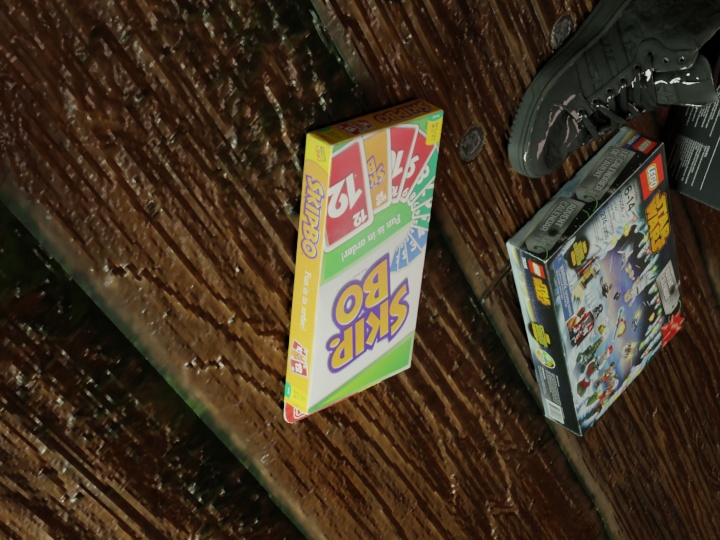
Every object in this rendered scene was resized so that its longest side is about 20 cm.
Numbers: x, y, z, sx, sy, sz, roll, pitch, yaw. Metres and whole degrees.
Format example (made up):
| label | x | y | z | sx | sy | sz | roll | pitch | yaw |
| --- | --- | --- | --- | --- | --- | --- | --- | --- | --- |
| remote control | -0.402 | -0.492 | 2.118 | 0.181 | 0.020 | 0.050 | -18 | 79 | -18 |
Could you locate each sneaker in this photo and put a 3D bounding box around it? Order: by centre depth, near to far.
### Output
| label | x | y | z | sx | sy | sz | roll | pitch | yaw |
| --- | --- | --- | --- | --- | --- | --- | --- | --- | --- |
| sneaker | 0.189 | -0.131 | 1.071 | 0.200 | 0.104 | 0.060 | -54 | 144 | -9 |

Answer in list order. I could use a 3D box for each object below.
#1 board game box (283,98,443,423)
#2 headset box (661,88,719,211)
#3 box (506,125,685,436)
| label | x | y | z | sx | sy | sz | roll | pitch | yaw |
| --- | --- | --- | --- | --- | --- | --- | --- | --- | --- |
| board game box | 0.000 | 0.000 | 1.000 | 0.095 | 0.030 | 0.201 | -21 | 131 | -41 |
| headset box | 0.338 | -0.109 | 1.186 | 0.093 | 0.200 | 0.175 | -1 | 114 | -49 |
| box | 0.179 | 0.011 | 1.210 | 0.137 | 0.040 | 0.200 | -44 | 141 | -23 |
